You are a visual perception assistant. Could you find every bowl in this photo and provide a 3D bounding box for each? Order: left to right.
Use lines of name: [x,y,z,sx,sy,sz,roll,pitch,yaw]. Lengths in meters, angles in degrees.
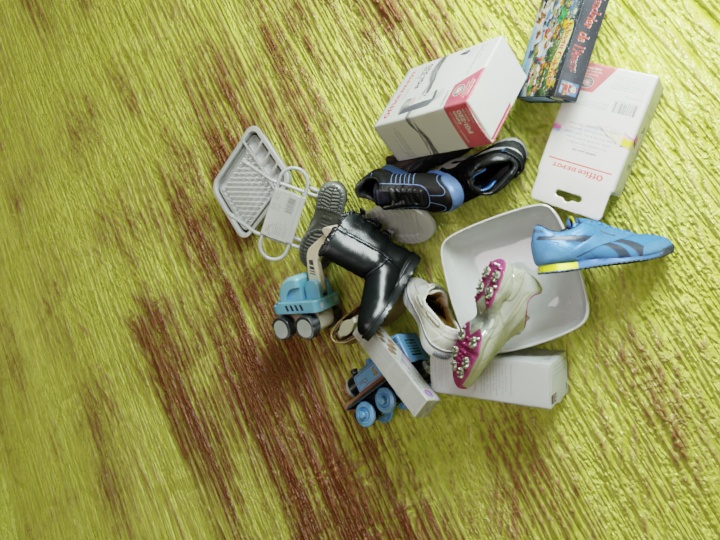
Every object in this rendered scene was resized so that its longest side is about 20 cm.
bowl: [0.240,0.016,0.871,0.197,0.074,0.204,-19,81,22]

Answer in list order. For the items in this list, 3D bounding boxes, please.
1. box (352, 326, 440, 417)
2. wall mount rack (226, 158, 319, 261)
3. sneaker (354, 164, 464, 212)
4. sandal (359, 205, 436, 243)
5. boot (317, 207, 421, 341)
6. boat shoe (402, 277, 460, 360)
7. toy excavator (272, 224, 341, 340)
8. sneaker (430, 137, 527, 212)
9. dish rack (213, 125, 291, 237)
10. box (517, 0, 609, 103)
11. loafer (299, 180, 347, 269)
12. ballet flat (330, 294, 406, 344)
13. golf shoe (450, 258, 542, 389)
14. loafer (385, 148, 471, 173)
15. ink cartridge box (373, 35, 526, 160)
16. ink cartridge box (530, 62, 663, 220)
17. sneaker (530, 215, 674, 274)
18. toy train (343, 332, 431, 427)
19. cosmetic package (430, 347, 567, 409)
box: [0.057,0.160,0.947,0.200,0.038,0.042,49,115,38]
wall mount rack: [-0.180,-0.130,1.129,0.171,0.075,0.203,19,110,-9]
sneaker: [0.075,-0.125,0.913,0.198,0.077,0.071,20,133,47]
sandal: [0.057,-0.094,1.020,0.200,0.050,0.083,2,126,43]
boot: [0.000,0.000,0.963,0.161,0.200,0.073,33,155,-1]
boat shoe: [0.121,0.058,0.925,0.201,0.070,0.071,-100,30,-59]
toy excavator: [-0.094,0.024,1.085,0.192,0.099,0.204,-6,99,35]
sneaker: [0.167,-0.143,0.896,0.198,0.112,0.074,-29,101,32]
dish rack: [-0.234,-0.192,1.226,0.200,0.043,0.173,-46,68,28]
box: [0.292,-0.347,0.802,0.137,0.037,0.204,-121,44,-72]
loafer: [-0.065,-0.089,1.107,0.074,0.070,0.202,25,120,3]
ballet flat: [0.018,0.085,1.052,0.200,0.063,0.069,-42,70,29]
golf shoe: [0.197,0.088,0.810,0.075,0.090,0.203,-114,42,-67]
loafer: [0.119,-0.211,0.964,0.198,0.071,0.064,-27,73,36]
ink cartridge box: [0.136,-0.263,0.874,0.198,0.085,0.147,0,53,51]
ink cartridge box: [0.339,-0.184,0.810,0.115,0.067,0.203,26,105,31]
sneaker: [0.335,-0.043,0.774,0.196,0.066,0.080,-6,85,-1]
toy train: [0.048,0.205,1.029,0.200,0.086,0.116,-43,61,30]
cosmetic package: [0.220,0.162,0.893,0.197,0.101,0.076,-1,94,34]
